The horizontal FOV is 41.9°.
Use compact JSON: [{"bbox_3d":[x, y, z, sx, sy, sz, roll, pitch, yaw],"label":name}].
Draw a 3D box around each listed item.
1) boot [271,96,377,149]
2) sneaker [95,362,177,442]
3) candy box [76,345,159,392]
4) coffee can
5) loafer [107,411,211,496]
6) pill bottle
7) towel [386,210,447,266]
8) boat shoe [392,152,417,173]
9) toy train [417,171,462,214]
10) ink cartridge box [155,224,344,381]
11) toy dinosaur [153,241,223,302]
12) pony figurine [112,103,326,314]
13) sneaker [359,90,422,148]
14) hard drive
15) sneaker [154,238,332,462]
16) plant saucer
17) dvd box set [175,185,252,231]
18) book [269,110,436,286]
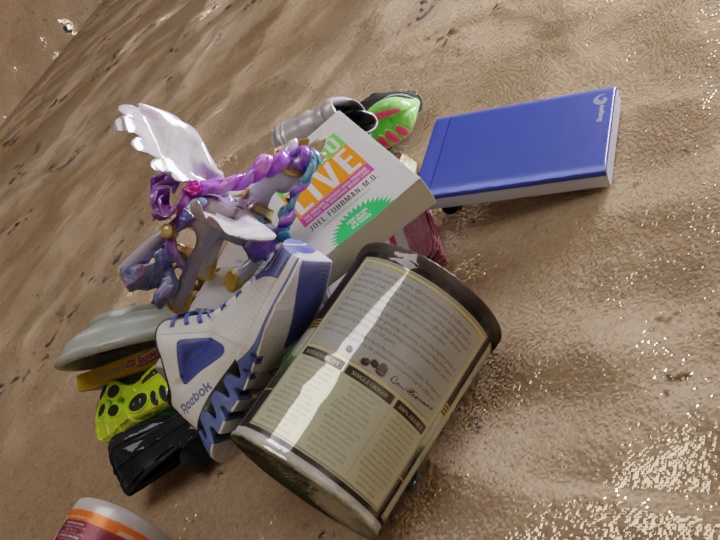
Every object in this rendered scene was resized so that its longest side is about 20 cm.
[{"bbox_3d":[-0.014,-0.150,1.118,0.095,0.200,0.074,-26,77,24],"label":"boot"},{"bbox_3d":[-0.234,0.155,1.072,0.199,0.083,0.074,-24,55,37],"label":"sneaker"},{"bbox_3d":[-0.236,0.108,1.120,0.199,0.102,0.027,-20,76,33],"label":"candy box"},{"bbox_3d":[0.007,0.099,0.792,0.146,0.146,0.200,8,56,53],"label":"coffee can"},{"bbox_3d":[-0.174,0.178,0.996,0.200,0.068,0.071,-25,72,12],"label":"loafer"},{"bbox_3d":[-0.260,0.321,0.855,0.114,0.114,0.201,-8,45,44],"label":"pill bottle"},{"bbox_3d":[0.000,0.000,1.049,0.200,0.023,0.144,-34,30,14],"label":"towel"},{"bbox_3d":[-0.007,-0.083,1.088,0.074,0.066,0.200,-19,24,52],"label":"boat shoe"},{"bbox_3d":[0.017,-0.099,1.038,0.199,0.034,0.046,9,54,8],"label":"toy train"},{"bbox_3d":[-0.090,0.048,0.952,0.145,0.084,0.201,5,51,29],"label":"ink cartridge box"},{"bbox_3d":[-0.156,0.002,1.075,0.060,0.200,0.107,35,109,30],"label":"toy dinosaur"},{"bbox_3d":[-0.133,-0.052,0.844,0.200,0.193,0.167,-49,65,25],"label":"pony figurine"},{"bbox_3d":[0.003,-0.186,1.248,0.199,0.077,0.084,-10,24,39],"label":"sneaker"},{"bbox_3d":[0.161,-0.125,0.970,0.199,0.025,0.132,-6,45,27],"label":"hard drive"},{"bbox_3d":[-0.118,0.053,0.819,0.115,0.080,0.200,30,97,23],"label":"sneaker"},{"bbox_3d":[-0.261,0.073,1.108,0.199,0.200,0.051,-19,81,34],"label":"plant saucer"},{"bbox_3d":[-0.146,-0.083,1.148,0.146,0.030,0.200,-18,10,-15],"label":"dvd box set"},{"bbox_3d":[-0.025,-0.072,0.931,0.133,0.048,0.200,-39,34,-2],"label":"book"}]
